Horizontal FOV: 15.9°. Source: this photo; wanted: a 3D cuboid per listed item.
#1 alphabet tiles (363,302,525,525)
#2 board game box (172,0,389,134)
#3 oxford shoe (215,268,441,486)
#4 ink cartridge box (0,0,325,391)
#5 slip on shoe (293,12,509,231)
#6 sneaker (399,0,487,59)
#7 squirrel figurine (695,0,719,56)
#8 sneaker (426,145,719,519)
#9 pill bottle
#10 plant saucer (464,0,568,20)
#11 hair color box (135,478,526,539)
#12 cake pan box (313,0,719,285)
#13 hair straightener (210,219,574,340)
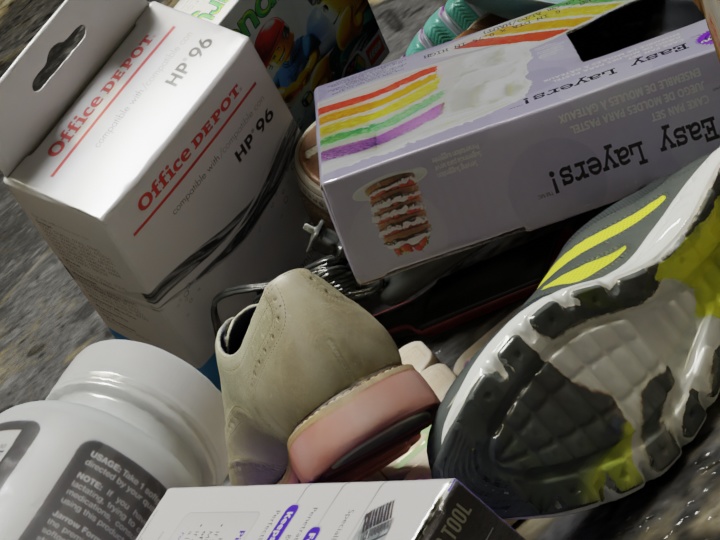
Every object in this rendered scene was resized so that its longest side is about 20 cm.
[{"bbox_3d":[0.011,0.083,1.027,0.196,0.015,0.200,-40,17,-2],"label":"alphabet tiles"},{"bbox_3d":[-0.069,-0.083,1.303,0.035,0.126,0.200,24,67,32],"label":"board game box"},{"bbox_3d":[-0.020,0.046,0.964,0.071,0.074,0.200,-28,-8,-19],"label":"oxford shoe"},{"bbox_3d":[-0.088,-0.041,1.206,0.068,0.200,0.116,23,67,34],"label":"ink cartridge box"},{"bbox_3d":[0.063,-0.071,1.231,0.200,0.061,0.076,-30,51,-12],"label":"slip on shoe"},{"bbox_3d":[0.053,-0.105,1.325,0.200,0.074,0.088,-33,11,18],"label":"sneaker"},{"bbox_3d":[0.206,-0.123,0.881,0.186,0.142,0.200,-20,30,5],"label":"squirrel figurine"},{"bbox_3d":[0.093,0.025,0.932,0.200,0.075,0.085,-38,9,-28],"label":"sneaker"},{"bbox_3d":[-0.126,0.123,1.028,0.111,0.111,0.200,-22,27,44],"label":"pill bottle"},{"bbox_3d":[0.108,-0.163,1.250,0.200,0.027,0.200,3,33,-2],"label":"plant saucer"},{"bbox_3d":[-0.027,0.132,0.878,0.109,0.065,0.200,-58,22,-22],"label":"hair color box"},{"bbox_3d":[0.080,-0.068,1.078,0.200,0.052,0.184,-18,18,5],"label":"cake pan box"},{"bbox_3d":[0.000,0.000,1.150,0.200,0.077,0.041,-21,33,44],"label":"hair straightener"}]
